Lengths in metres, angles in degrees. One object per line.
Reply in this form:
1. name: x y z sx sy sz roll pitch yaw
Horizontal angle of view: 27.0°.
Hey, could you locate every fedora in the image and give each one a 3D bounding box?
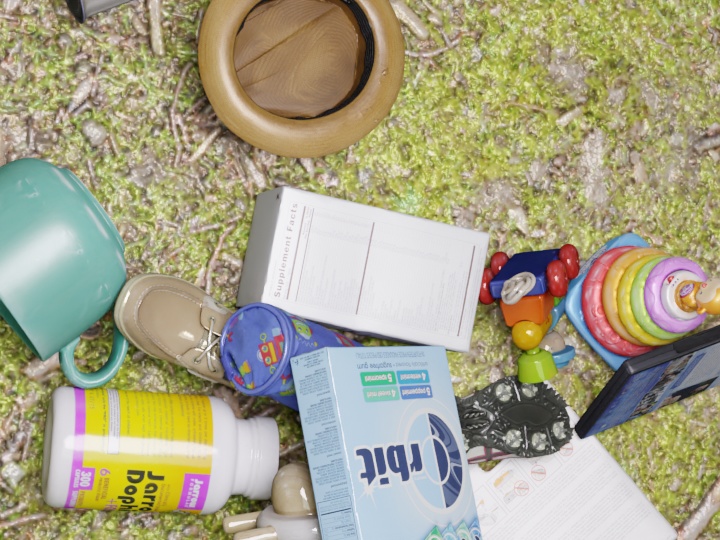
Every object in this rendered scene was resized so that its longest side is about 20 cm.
1. fedora: -0.060 -0.193 1.368 0.198 0.082 0.203 2 86 -21

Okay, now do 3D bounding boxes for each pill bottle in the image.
1. pill bottle: -0.175 0.159 1.315 0.198 0.104 0.106 5 88 -16

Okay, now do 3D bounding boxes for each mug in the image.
1. mug: -0.264 -0.008 1.277 0.114 0.152 0.186 -39 137 -15

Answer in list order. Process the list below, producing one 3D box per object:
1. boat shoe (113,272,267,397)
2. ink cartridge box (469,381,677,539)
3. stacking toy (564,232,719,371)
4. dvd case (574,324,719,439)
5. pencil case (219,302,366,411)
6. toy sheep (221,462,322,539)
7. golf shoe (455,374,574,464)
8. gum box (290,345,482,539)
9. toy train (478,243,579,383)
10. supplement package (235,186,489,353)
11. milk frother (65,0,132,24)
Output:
1. boat shoe: -0.130 0.060 1.303 0.200 0.065 0.073 36 76 -46
2. ink cartridge box: 0.186 0.235 1.460 0.161 0.050 0.200 -39 81 -13
3. stacking toy: 0.286 0.026 1.401 0.116 0.200 0.110 -45 101 -14
4. dvd case: 0.309 0.094 1.432 0.198 0.143 0.018 -18 64 -23
5. pencil case: -0.041 0.090 1.312 0.087 0.078 0.199 -39 145 17
6. toy sheep: -0.042 0.261 1.268 0.136 0.138 0.202 -9 100 -16
7. golf shoe: 0.108 0.147 1.415 0.198 0.088 0.078 -1 73 -30
8. gum box: 0.027 0.165 1.252 0.169 0.044 0.202 4 73 -52
9. toy train: 0.153 0.052 1.375 0.084 0.200 0.117 -7 101 18
10. supplement package: 0.000 0.000 1.366 0.198 0.109 0.115 13 85 -16
11. milk frother: -0.201 -0.352 1.318 0.187 0.181 0.201 -23 52 -16
